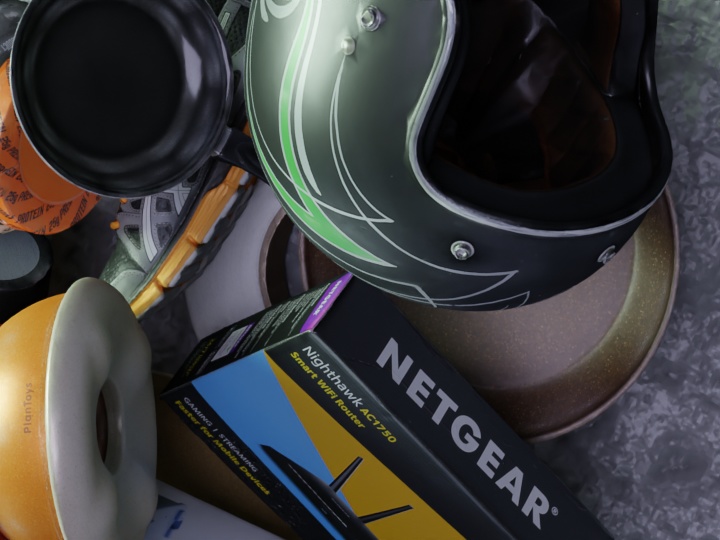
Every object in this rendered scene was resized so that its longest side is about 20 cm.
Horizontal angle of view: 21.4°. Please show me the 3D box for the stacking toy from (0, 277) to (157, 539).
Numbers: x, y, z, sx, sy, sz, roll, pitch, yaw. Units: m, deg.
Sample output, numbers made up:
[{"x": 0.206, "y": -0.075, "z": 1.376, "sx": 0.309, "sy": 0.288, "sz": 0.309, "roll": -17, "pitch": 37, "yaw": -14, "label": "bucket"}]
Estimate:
[{"x": -0.208, "y": 0.081, "z": 0.947, "sx": 0.198, "sy": 0.146, "sz": 0.148, "roll": -3, "pitch": 96, "yaw": 9, "label": "stacking toy"}]

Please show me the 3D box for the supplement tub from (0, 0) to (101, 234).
[{"x": -0.227, "y": -0.091, "z": 0.989, "sx": 0.199, "sy": 0.122, "sz": 0.124, "roll": 19, "pitch": 102, "yaw": 30, "label": "supplement tub"}]

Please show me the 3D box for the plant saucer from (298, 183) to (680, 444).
[{"x": 0.067, "y": -0.011, "z": 0.984, "sx": 0.199, "sy": 0.037, "sz": 0.202, "roll": 2, "pitch": 98, "yaw": 16, "label": "plant saucer"}]

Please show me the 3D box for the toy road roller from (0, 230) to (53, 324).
[{"x": -0.272, "y": 0.015, "z": 1.053, "sx": 0.146, "sy": 0.199, "sz": 0.123, "roll": 52, "pitch": 145, "yaw": 30, "label": "toy road roller"}]

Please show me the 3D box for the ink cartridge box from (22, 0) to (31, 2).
[{"x": -0.238, "y": -0.179, "z": 1.084, "sx": 0.199, "sy": 0.047, "sz": 0.161, "roll": -15, "pitch": 92, "yaw": 43, "label": "ink cartridge box"}]

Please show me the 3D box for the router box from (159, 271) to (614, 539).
[{"x": 0.011, "y": 0.100, "z": 0.974, "sx": 0.200, "sy": 0.051, "sz": 0.149, "roll": 46, "pitch": 144, "yaw": -15, "label": "router box"}]

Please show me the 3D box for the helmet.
[{"x": 0.042, "y": -0.080, "z": 0.867, "sx": 0.198, "sy": 0.200, "sz": 0.192, "roll": 0, "pitch": 111, "yaw": 16, "label": "helmet"}]

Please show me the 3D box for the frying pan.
[{"x": -0.083, "y": -0.088, "z": 0.929, "sx": 0.031, "sy": 0.189, "sz": 0.116, "roll": 1, "pitch": 86, "yaw": 60, "label": "frying pan"}]

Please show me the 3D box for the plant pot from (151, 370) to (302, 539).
[{"x": -0.112, "y": 0.148, "z": 1.087, "sx": 0.198, "sy": 0.027, "sz": 0.202, "roll": 5, "pitch": 107, "yaw": 18, "label": "plant pot"}]

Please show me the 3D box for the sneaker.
[{"x": -0.094, "y": -0.055, "z": 1.001, "sx": 0.077, "sy": 0.078, "sz": 0.201, "roll": 32, "pitch": 102, "yaw": 1, "label": "sneaker"}]

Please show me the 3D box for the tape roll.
[{"x": 0.000, "y": 0.000, "z": 1.043, "sx": 0.201, "sy": 0.037, "sz": 0.205, "roll": 2, "pitch": 98, "yaw": 16, "label": "tape roll"}]

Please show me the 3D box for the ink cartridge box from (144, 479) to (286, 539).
[{"x": -0.148, "y": 0.185, "z": 1.039, "sx": 0.199, "sy": 0.086, "sz": 0.147, "roll": 23, "pitch": 122, "yaw": 10, "label": "ink cartridge box"}]
